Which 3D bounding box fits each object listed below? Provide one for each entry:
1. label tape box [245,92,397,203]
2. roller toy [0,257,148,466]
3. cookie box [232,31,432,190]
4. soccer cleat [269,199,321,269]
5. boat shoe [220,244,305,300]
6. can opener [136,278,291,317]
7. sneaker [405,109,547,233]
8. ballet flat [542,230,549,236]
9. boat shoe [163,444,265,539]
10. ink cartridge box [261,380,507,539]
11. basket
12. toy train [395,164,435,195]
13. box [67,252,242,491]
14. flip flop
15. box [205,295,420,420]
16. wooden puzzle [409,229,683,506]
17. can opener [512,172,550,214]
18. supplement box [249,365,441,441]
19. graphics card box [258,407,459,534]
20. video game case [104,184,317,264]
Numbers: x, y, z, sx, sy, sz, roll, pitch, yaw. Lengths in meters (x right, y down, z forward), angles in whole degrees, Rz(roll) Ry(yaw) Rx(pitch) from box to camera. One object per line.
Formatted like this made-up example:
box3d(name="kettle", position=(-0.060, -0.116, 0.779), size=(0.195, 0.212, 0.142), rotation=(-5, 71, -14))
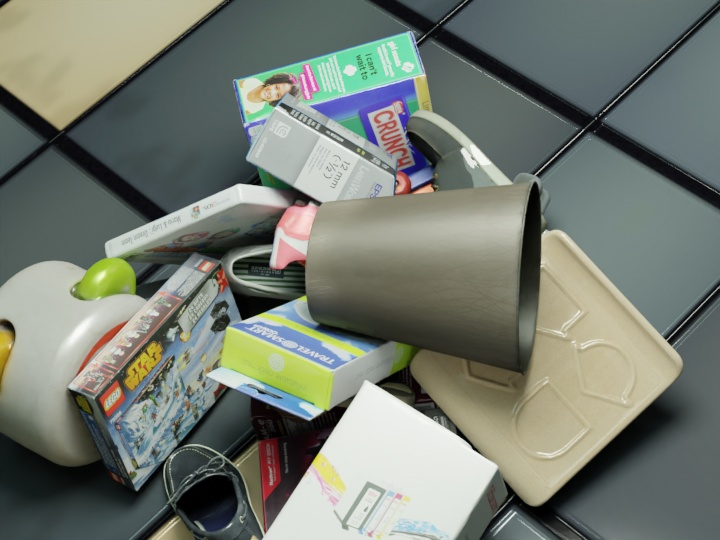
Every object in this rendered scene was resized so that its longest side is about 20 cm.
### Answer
box3d(name="label tape box", position=(-0.008, -0.095, 1.655), size=(0.199, 0.143, 0.067), rotation=(28, 101, -3))
box3d(name="roller toy", position=(-0.299, 0.091, 1.666), size=(0.139, 0.183, 0.200), rotation=(23, 58, 27))
box3d(name="cookie box", position=(-0.020, -0.154, 1.805), size=(0.198, 0.172, 0.076), rotation=(-16, 53, 0))
box3d(name="soccer cleat", position=(0.000, 0.000, 1.650), size=(0.067, 0.199, 0.077), rotation=(11, 75, 63))
box3d(name="boat shoe", position=(-0.043, 0.005, 1.697), size=(0.198, 0.067, 0.074), rotation=(-5, 93, -9))
box3d(name="can opener", position=(-0.147, 0.028, 1.757), size=(0.198, 0.053, 0.067), rotation=(-9, 53, 6))
box3d(name="sneaker", position=(0.087, -0.075, 1.688), size=(0.106, 0.075, 0.200), rotation=(-42, 57, -3))
box3d(name="ballet flat", position=(0.211, 0.021, 1.687), size=(0.071, 0.072, 0.201), rotation=(-17, 50, -1))
box3d(name="boat shoe", position=(-0.144, 0.215, 1.591), size=(0.074, 0.063, 0.200), rotation=(-33, 33, -6))
box3d(name="ink cartridge box", position=(0.017, 0.229, 1.466), size=(0.144, 0.147, 0.201), rotation=(31, 79, 15))
box3d(name="basket", position=(0.058, -0.001, 1.529), size=(0.198, 0.182, 0.136), rotation=(5, 24, 13))
box3d(name="toy train", position=(0.055, -0.041, 1.768), size=(0.199, 0.085, 0.116), rotation=(-27, 67, -6))
box3d(name="box", position=(-0.192, 0.099, 1.652), size=(0.040, 0.138, 0.200), rotation=(18, 51, 32))
box3d(name="flip flop", position=(-0.047, 0.118, 1.596), size=(0.198, 0.058, 0.081), rotation=(11, 20, 3))
box3d(name="box", position=(-0.040, 0.074, 1.565), size=(0.121, 0.048, 0.200), rotation=(20, 21, 25))
box3d(name="wooden puzzle", position=(0.176, 0.093, 1.591), size=(0.200, 0.046, 0.185), rotation=(-43, 79, 0))
box3d(name="can opener", position=(0.147, -0.003, 1.701), size=(0.066, 0.053, 0.201), rotation=(13, 69, 30))
box3d(name="supplement box", position=(-0.008, 0.108, 1.668), size=(0.198, 0.061, 0.110), rotation=(-5, 53, 7))
box3d(name="graphics card box", position=(0.004, 0.209, 1.595), size=(0.198, 0.051, 0.126), rotation=(-10, 53, 4))
box3d(name="video game case", position=(-0.129, -0.042, 1.698), size=(0.181, 0.199, 0.024), rotation=(-21, 76, 32))
